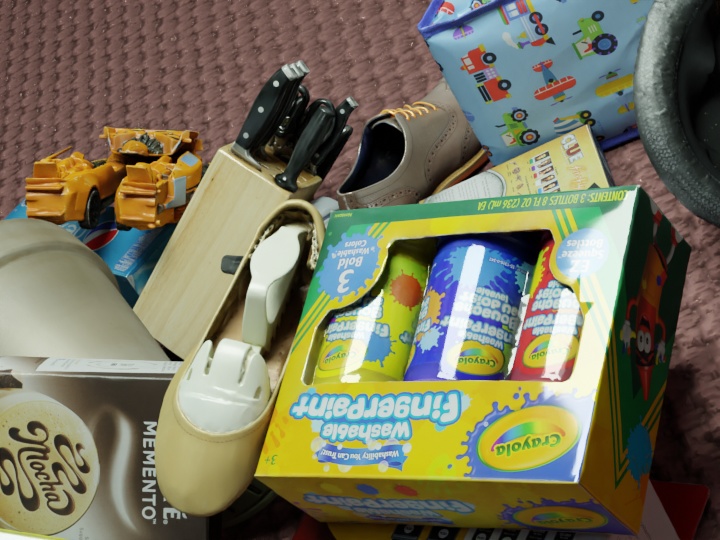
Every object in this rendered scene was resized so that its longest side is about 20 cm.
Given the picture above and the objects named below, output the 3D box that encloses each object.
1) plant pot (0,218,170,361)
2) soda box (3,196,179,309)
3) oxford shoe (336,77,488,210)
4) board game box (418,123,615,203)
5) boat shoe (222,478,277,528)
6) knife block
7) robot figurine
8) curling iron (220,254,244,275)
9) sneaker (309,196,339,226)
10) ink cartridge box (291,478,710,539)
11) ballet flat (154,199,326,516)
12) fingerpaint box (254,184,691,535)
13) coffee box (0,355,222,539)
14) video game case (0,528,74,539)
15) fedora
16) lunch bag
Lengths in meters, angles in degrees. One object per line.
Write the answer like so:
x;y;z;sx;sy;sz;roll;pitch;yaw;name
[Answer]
-0.207;0.090;1.165;0.173;0.200;0.200;32;69;34;plant pot
-0.209;-0.008;1.358;0.200;0.068;0.064;13;54;45;soda box
0.048;-0.099;1.263;0.071;0.073;0.200;2;48;39;oxford shoe
0.115;-0.003;1.134;0.135;0.035;0.200;-24;37;13;board game box
-0.057;0.083;1.091;0.200;0.075;0.068;-56;-1;29;boat shoe
-0.082;-0.049;1.222;0.064;0.176;0.200;34;65;10;knife block
-0.174;-0.072;1.299;0.144;0.058;0.200;3;14;8;robot figurine
0.000;0.000;1.137;0.199;0.026;0.050;-1;55;22;curling iron
-0.045;0.023;1.207;0.071;0.073;0.200;27;45;6;sneaker
0.067;0.157;0.943;0.199;0.084;0.176;1;47;39;ink cartridge box
-0.066;0.041;0.955;0.068;0.063;0.200;13;53;9;ballet flat
0.059;0.048;0.910;0.199;0.073;0.167;-3;60;36;fingerpaint box
-0.182;0.111;1.021;0.199;0.114;0.080;1;3;2;coffee box
-0.180;0.243;0.926;0.180;0.026;0.201;9;67;1;video game case
0.249;-0.112;1.090;0.201;0.201;0.092;-43;1;-14;fedora
0.164;-0.161;1.179;0.199;0.151;0.094;-13;40;26;lunch bag
